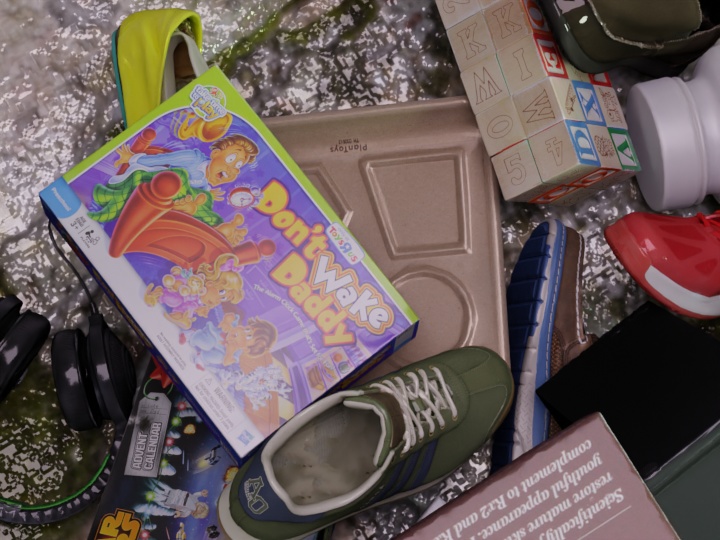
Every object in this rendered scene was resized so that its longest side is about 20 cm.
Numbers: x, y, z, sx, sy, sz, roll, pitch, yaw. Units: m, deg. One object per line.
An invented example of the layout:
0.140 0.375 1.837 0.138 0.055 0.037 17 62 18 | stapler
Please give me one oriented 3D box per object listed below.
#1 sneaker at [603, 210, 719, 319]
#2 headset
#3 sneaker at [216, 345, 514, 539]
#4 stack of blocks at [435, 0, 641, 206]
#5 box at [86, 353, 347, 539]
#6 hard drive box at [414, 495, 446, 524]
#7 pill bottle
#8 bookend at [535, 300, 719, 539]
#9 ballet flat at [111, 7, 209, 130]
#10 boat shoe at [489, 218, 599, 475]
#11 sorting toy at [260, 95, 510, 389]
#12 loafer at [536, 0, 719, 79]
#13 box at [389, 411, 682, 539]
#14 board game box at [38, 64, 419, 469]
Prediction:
0.241 -0.030 1.275 0.116 0.199 0.079 -51 52 25 | sneaker
-0.192 0.055 1.310 0.122 0.094 0.202 15 92 1 | headset
0.014 0.095 1.206 0.199 0.090 0.067 -27 77 -21 | sneaker
0.109 -0.144 1.331 0.058 0.115 0.202 -26 75 31 | stack of blocks
-0.088 0.154 1.254 0.136 0.040 0.202 11 66 14 | box
0.041 0.264 1.264 0.155 0.077 0.200 38 78 5 | hard drive box
0.274 -0.096 1.340 0.198 0.111 0.112 -11 78 -6 | pill bottle
0.214 0.138 1.205 0.092 0.200 0.199 -37 105 -3 | bookend
-0.116 -0.073 1.327 0.066 0.067 0.202 -13 73 22 | ballet flat
0.125 0.070 1.318 0.072 0.072 0.202 7 90 -12 | boat shoe
0.000 0.000 1.326 0.183 0.036 0.202 -5 82 11 | sorting toy
0.170 -0.167 1.308 0.071 0.199 0.074 -32 76 28 | loafer
0.095 0.197 1.136 0.165 0.200 0.165 -31 80 -6 | box
-0.078 -0.003 1.257 0.134 0.045 0.200 -37 79 -12 | board game box
